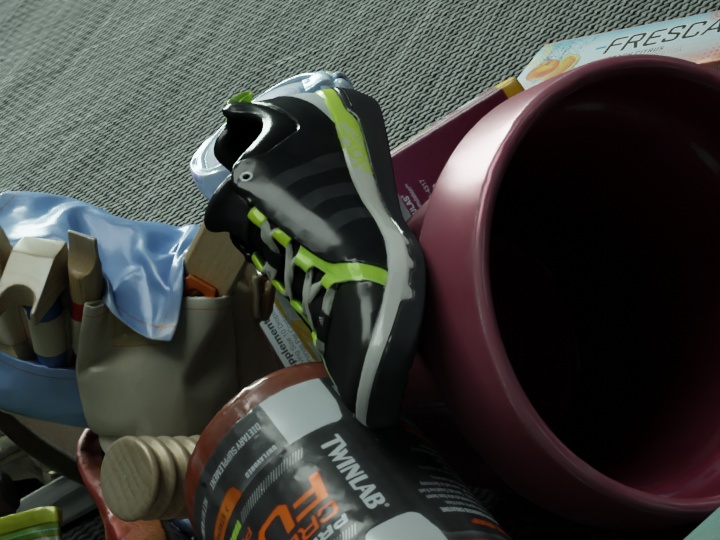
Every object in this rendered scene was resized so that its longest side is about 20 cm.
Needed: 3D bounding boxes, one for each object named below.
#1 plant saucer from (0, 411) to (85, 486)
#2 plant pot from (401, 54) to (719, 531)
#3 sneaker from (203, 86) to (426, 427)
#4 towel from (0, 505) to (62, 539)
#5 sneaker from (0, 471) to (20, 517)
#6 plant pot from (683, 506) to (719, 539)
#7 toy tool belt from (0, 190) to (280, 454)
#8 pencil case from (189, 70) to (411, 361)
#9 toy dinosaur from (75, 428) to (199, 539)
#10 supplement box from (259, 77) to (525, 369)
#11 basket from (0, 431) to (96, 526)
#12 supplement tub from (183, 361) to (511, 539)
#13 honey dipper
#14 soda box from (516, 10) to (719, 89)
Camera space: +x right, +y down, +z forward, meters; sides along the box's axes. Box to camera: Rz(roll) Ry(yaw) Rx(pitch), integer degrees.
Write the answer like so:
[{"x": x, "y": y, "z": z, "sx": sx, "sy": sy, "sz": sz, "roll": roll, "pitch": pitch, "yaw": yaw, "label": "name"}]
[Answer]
[{"x": -0.143, "y": 0.053, "z": 1.288, "sx": 0.032, "sy": 0.200, "sz": 0.201, "roll": -51, "pitch": 13, "yaw": 26, "label": "plant saucer"}, {"x": 0.089, "y": 0.022, "z": 1.071, "sx": 0.200, "sy": 0.200, "sz": 0.179, "roll": -44, "pitch": 11, "yaw": -30, "label": "plant pot"}, {"x": -0.026, "y": -0.007, "z": 1.018, "sx": 0.082, "sy": 0.072, "sz": 0.201, "roll": 2, "pitch": 37, "yaw": -13, "label": "sneaker"}, {"x": -0.169, "y": 0.205, "z": 1.068, "sx": 0.086, "sy": 0.018, "sz": 0.201, "roll": -19, "pitch": 57, "yaw": 27, "label": "towel"}, {"x": -0.223, "y": 0.133, "z": 1.176, "sx": 0.115, "sy": 0.076, "sz": 0.200, "roll": -26, "pitch": 7, "yaw": 0, "label": "sneaker"}, {"x": 0.122, "y": 0.169, "z": 0.725, "sx": 0.199, "sy": 0.201, "sz": 0.196, "roll": -6, "pitch": 25, "yaw": 43, "label": "plant pot"}, {"x": -0.135, "y": 0.005, "z": 1.121, "sx": 0.198, "sy": 0.124, "sz": 0.125, "roll": 10, "pitch": 31, "yaw": 14, "label": "toy tool belt"}, {"x": 0.000, "y": 0.000, "z": 1.186, "sx": 0.090, "sy": 0.201, "sz": 0.083, "roll": -35, "pitch": 19, "yaw": -10, "label": "pencil case"}, {"x": -0.081, "y": 0.123, "z": 1.086, "sx": 0.105, "sy": 0.200, "sz": 0.182, "roll": -38, "pitch": 67, "yaw": -2, "label": "toy dinosaur"}, {"x": 0.015, "y": -0.013, "z": 1.297, "sx": 0.199, "sy": 0.086, "sz": 0.110, "roll": -32, "pitch": 1, "yaw": -5, "label": "supplement box"}, {"x": -0.218, "y": 0.064, "z": 1.405, "sx": 0.135, "sy": 0.124, "sz": 0.200, "roll": -27, "pitch": 24, "yaw": 10, "label": "basket"}, {"x": 0.012, "y": 0.131, "z": 0.981, "sx": 0.107, "sy": 0.107, "sz": 0.200, "roll": -33, "pitch": 44, "yaw": -9, "label": "supplement tub"}, {"x": -0.034, "y": 0.094, "z": 1.109, "sx": 0.038, "sy": 0.038, "sz": 0.199, "roll": -7, "pitch": -7, "yaw": 42, "label": "honey dipper"}, {"x": 0.179, "y": -0.098, "z": 1.337, "sx": 0.199, "sy": 0.069, "sz": 0.064, "roll": -6, "pitch": 32, "yaw": 42, "label": "soda box"}]
